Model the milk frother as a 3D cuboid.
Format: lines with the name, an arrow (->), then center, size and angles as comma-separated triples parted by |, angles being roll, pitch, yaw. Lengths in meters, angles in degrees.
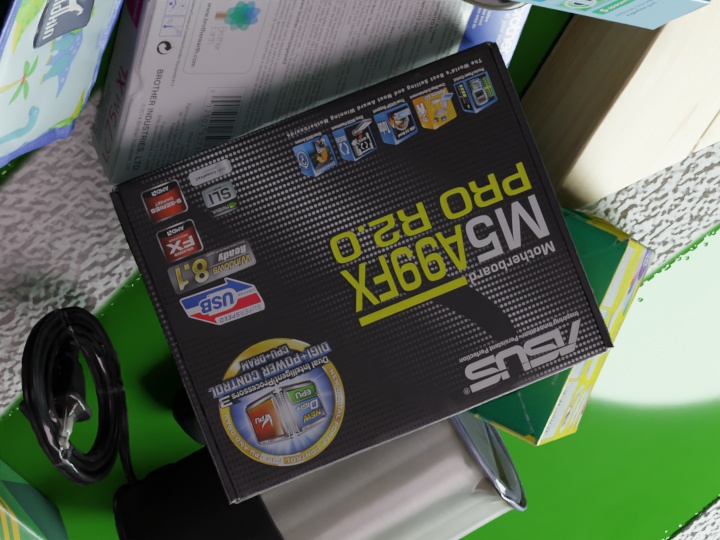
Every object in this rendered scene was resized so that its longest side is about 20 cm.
milk frother -> -0.048, 0.080, 1.143 | 0.188, 0.181, 0.200 | -31, 151, 8

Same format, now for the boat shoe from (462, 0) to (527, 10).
boat shoe -> 0.000, -0.186, 0.995 | 0.200, 0.074, 0.076 | 36, 98, -22

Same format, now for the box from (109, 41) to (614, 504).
box -> 0.000, 0.000, 1.069 | 0.199, 0.161, 0.044 | -21, 180, -5

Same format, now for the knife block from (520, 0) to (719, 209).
knife block -> 0.158, -0.142, 1.133 | 0.199, 0.064, 0.176 | -25, 137, -3

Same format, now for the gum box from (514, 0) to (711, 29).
gum box -> 0.057, -0.203, 0.949 | 0.199, 0.171, 0.044 | 7, 165, -32

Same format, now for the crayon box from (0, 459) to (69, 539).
crayon box -> -0.256, 0.133, 1.187 | 0.127, 0.051, 0.200 | -34, 137, 6

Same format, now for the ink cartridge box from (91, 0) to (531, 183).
ink cartridge box -> -0.024, -0.100, 1.094 | 0.199, 0.042, 0.120 | -1, 132, -24

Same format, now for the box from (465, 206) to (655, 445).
box -> 0.113, 0.030, 1.205 | 0.118, 0.048, 0.200 | -66, 167, 3

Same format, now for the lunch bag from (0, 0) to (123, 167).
lunch bag -> -0.178, -0.132, 0.926 | 0.199, 0.128, 0.171 | -1, 128, -41
